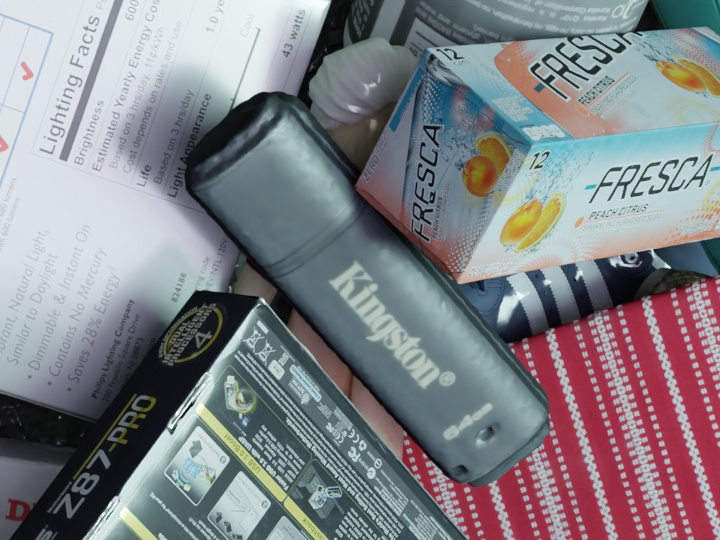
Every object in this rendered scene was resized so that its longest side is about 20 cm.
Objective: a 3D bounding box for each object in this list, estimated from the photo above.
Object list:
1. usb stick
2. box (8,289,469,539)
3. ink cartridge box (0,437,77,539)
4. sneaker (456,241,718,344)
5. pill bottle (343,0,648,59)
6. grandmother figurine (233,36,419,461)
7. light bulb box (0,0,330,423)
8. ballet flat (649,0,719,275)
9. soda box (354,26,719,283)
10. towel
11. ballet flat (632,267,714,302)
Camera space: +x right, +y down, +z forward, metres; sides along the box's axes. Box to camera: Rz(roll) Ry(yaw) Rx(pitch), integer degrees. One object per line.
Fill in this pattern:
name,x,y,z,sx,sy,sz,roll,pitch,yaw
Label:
usb stick,0.005,0.010,1.158,0.055,0.033,0.200,-41,121,0
box,-0.039,0.132,1.153,0.200,0.049,0.162,49,63,-32
ink cartridge box,-0.137,0.174,1.213,0.084,0.144,0.201,11,86,-65
sneaker,0.087,-0.008,1.316,0.199,0.070,0.109,8,101,-27
pill bottle,0.059,-0.117,1.229,0.115,0.116,0.201,8,129,-20
grandmother figurine,0.000,0.000,1.200,0.121,0.060,0.201,-21,126,-44
light bulb box,-0.147,-0.060,1.199,0.199,0.125,0.199,19,94,-20
ballet flat,0.173,-0.078,1.293,0.063,0.069,0.201,13,56,-38
soda box,0.090,-0.049,1.167,0.199,0.064,0.069,-10,136,-51
towel,0.090,0.098,1.250,0.199,0.022,0.145,-19,84,15
ballet flat,0.187,0.041,1.326,0.200,0.046,0.068,23,86,-52
